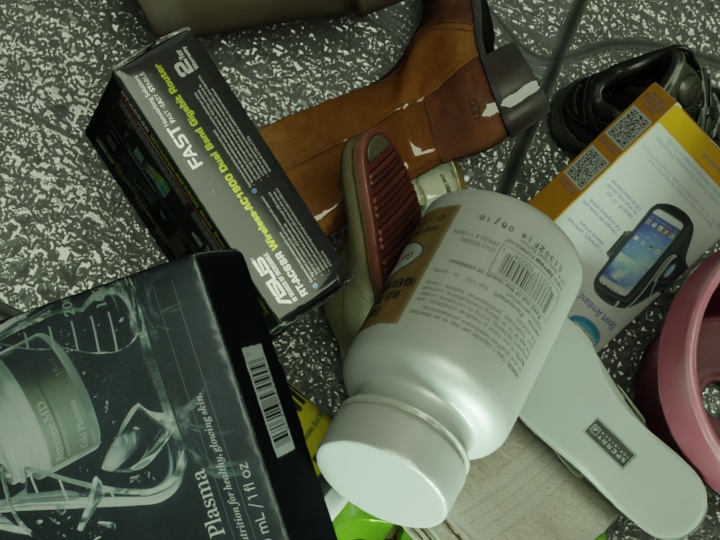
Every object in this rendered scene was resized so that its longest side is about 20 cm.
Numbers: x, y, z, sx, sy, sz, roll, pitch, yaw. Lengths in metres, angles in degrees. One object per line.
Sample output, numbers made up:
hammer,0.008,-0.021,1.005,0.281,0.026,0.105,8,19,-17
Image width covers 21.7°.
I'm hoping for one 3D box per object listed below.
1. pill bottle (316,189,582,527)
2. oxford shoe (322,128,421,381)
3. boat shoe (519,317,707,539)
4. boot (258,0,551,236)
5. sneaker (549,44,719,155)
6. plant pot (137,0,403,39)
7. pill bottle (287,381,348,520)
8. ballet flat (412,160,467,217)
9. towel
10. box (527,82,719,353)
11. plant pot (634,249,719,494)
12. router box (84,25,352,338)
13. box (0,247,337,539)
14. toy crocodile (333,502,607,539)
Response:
pill bottle,0.054,0.056,1.188,0.114,0.114,0.200,33,59,-6
oxford shoe,0.000,0.000,1.273,0.070,0.075,0.200,-39,128,-53
boat shoe,0.155,0.106,1.281,0.071,0.064,0.200,-38,76,-3
boot,0.011,-0.128,1.344,0.200,0.068,0.188,-28,62,2
sneaker,0.250,-0.109,1.377,0.199,0.114,0.076,11,79,-14
plant pot,-0.083,-0.244,1.292,0.173,0.200,0.200,-24,86,0
pill bottle,-0.102,0.101,1.244,0.200,0.114,0.114,41,73,-4
ballet flat,0.056,-0.028,1.336,0.069,0.063,0.200,-14,83,-15
towel,0.100,0.144,1.268,0.133,0.034,0.200,45,36,13
box,0.172,-0.022,1.321,0.200,0.041,0.119,-43,126,9
plant pot,0.283,0.077,1.314,0.200,0.179,0.200,3,80,-14
router box,-0.099,-0.047,1.255,0.062,0.150,0.200,-33,89,-18
box,-0.143,0.111,1.127,0.196,0.124,0.200,-19,88,10
toy crocodile,0.078,0.177,1.306,0.200,0.062,0.068,5,43,-19
